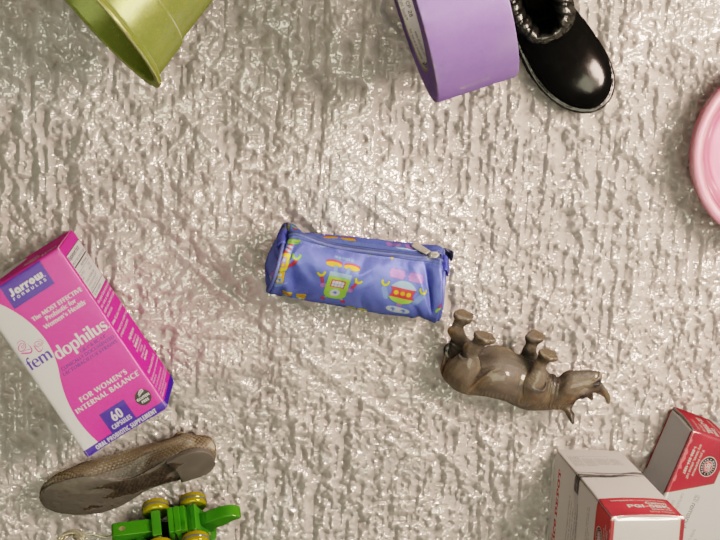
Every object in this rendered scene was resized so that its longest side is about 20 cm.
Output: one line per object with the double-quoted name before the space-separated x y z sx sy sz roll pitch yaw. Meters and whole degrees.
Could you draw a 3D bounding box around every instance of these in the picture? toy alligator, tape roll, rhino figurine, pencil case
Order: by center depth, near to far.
"tape roll" 0.082 -0.270 1.330 0.084 0.200 0.201 -17 103 0
"pencil case" 0.000 0.000 1.442 0.199 0.078 0.087 9 130 -7
"rhino figurine" 0.180 0.113 1.492 0.199 0.060 0.088 17 119 -9
"toy alligator" -0.227 0.288 1.500 0.199 0.060 0.054 -10 143 -3

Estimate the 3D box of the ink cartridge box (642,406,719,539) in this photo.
"ink cartridge box" 0.419 0.259 1.534 0.199 0.083 0.147 20 99 -9

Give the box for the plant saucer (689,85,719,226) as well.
"plant saucer" 0.445 -0.128 1.470 0.199 0.051 0.202 -1 101 -5

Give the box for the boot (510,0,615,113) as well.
"boot" 0.194 -0.239 1.368 0.079 0.158 0.211 -38 103 4

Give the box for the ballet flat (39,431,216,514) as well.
"ballet flat" -0.251 0.215 1.488 0.199 0.047 0.068 -18 134 5

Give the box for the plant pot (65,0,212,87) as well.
"plant pot" -0.194 -0.314 1.319 0.190 0.200 0.200 -44 103 -8

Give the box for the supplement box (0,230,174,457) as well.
"supplement box" -0.291 0.074 1.422 0.101 0.103 0.201 -32 101 3

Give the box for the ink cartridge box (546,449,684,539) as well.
"ink cartridge box" 0.268 0.292 1.469 0.082 0.200 0.148 1 103 -8
